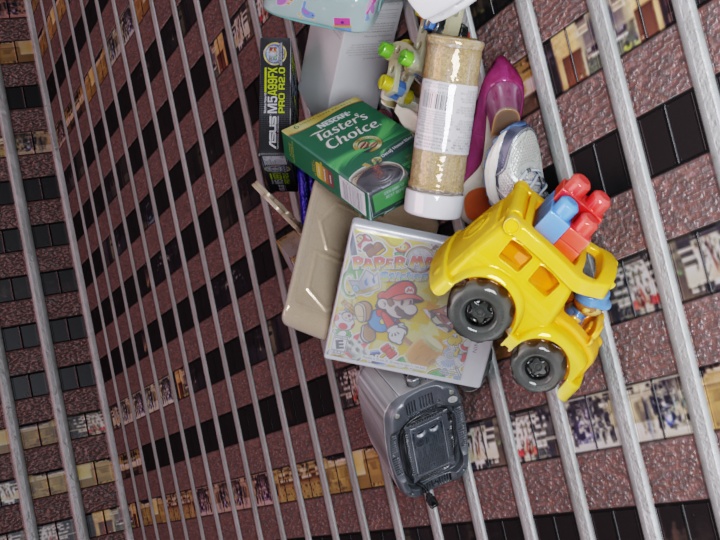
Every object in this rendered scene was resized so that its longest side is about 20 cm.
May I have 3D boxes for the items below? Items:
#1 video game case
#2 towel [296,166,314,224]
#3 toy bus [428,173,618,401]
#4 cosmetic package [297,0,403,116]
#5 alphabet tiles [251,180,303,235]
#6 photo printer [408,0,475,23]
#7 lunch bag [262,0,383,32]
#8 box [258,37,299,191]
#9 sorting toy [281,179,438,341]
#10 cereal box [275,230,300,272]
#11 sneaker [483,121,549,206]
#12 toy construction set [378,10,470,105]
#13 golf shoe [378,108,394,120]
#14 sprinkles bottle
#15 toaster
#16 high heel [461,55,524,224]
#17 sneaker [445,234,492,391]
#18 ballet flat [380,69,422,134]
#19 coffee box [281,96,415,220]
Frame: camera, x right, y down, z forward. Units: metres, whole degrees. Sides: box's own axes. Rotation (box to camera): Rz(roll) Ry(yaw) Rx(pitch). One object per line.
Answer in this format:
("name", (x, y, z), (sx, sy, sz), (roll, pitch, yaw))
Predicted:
("video game case", (0.069, 0.041, 1.580), (0.023, 0.197, 0.184), (-86, 8, -65))
("towel", (-0.064, -0.117, 1.892), (0.200, 0.049, 0.150), (52, -153, -86))
("toy bus", (0.199, 0.003, 1.372), (0.192, 0.200, 0.136), (-45, 9, 27))
("cosmetic package", (-0.018, -0.300, 1.785), (0.202, 0.084, 0.108), (105, 147, -42))
("alphabet tiles", (-0.079, -0.053, 1.923), (0.200, 0.015, 0.196), (45, 179, 14))
("photo printer", (0.097, -0.387, 1.468), (0.166, 0.069, 0.202), (-39, 59, 26))
("lunch bag", (-0.032, -0.383, 1.661), (0.201, 0.158, 0.078), (-76, -3, -48))
("box", (-0.111, -0.209, 1.824), (0.200, 0.043, 0.163), (88, -179, -80))
("sorting toy", (0.000, 0.000, 1.658), (0.036, 0.183, 0.203), (-17, 55, 61))
("cereal box", (-0.061, 0.025, 1.858), (0.145, 0.039, 0.200), (62, 176, -12))
("sneaker", (0.190, -0.064, 1.459), (0.085, 0.076, 0.203), (26, 129, 48))
("toy construction set", (0.076, -0.301, 1.564), (0.131, 0.091, 0.204), (0, 88, 63))
("golf shoe", (-0.013, -0.133, 1.825), (0.073, 0.091, 0.202), (53, 145, 40))
("sprinkles bottle", (0.094, -0.161, 1.490), (0.068, 0.067, 0.203), (27, 112, 59))
("toaster", (0.067, 0.197, 1.730), (0.129, 0.112, 0.202), (-130, 22, -53))
("high heel", (0.152, -0.146, 1.535), (0.201, 0.066, 0.097), (108, 167, -47))
("sneaker", (0.111, 0.054, 1.639), (0.075, 0.078, 0.203), (12, 110, 61))
("ballet flat", (0.064, -0.213, 1.660), (0.201, 0.071, 0.073), (56, 145, 42))
("coffee box", (0.003, -0.140, 1.616), (0.200, 0.122, 0.044), (40, 148, 46))
